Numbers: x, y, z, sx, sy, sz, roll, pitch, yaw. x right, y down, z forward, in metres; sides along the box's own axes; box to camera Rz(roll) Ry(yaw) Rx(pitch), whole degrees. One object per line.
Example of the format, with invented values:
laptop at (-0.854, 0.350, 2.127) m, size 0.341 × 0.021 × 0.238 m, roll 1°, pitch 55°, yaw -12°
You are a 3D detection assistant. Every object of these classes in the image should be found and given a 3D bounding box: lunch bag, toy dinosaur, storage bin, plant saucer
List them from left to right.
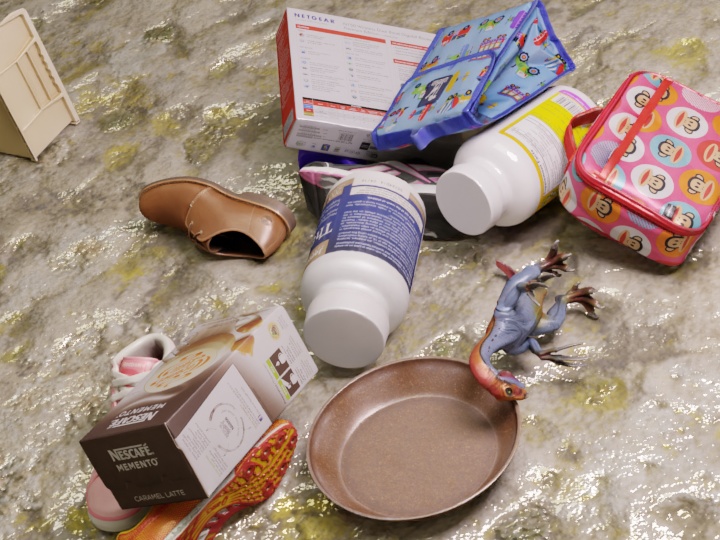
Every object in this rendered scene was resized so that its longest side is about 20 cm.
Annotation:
storage bin at (-0.498, -0.254, 1.902) m, size 0.200 × 0.199 × 0.094 m, roll 13°, pitch 51°, yaw 30°
plant saucer at (0.051, 0.160, 1.352) m, size 0.200 × 0.037 × 0.201 m, roll -10°, pitch 39°, yaw 8°
lunch bag at (0.110, -0.188, 1.584) m, size 0.150 × 0.094 × 0.200 m, roll -8°, pitch 32°, yaw 47°
toy dinosaur at (0.152, 0.059, 1.405) m, size 0.181 × 0.105 × 0.200 m, roll -35°, pitch 9°, yaw -29°
lunch bag at (0.294, -0.114, 1.513) m, size 0.176 × 0.082 × 0.200 m, roll 30°, pitch 52°, yaw 10°

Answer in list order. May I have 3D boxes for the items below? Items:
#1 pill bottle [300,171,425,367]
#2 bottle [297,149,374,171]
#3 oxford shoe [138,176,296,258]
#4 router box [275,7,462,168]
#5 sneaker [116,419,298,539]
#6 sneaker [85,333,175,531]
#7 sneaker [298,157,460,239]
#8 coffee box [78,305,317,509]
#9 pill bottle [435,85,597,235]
pill bottle at (0.000, 0.000, 1.499) m, size 0.111 × 0.111 × 0.200 m, roll -3°, pitch 41°, yaw 16°
bottle at (-0.005, -0.176, 1.745) m, size 0.083 × 0.065 × 0.200 m, roll 9°, pitch 45°, yaw 18°
oxford shoe at (-0.176, -0.056, 1.661) m, size 0.200 × 0.071 × 0.071 m, roll 11°, pitch 51°, yaw 27°
router box at (0.009, -0.208, 1.692) m, size 0.199 × 0.049 × 0.180 m, roll 8°, pitch 51°, yaw -17°
sneaker at (-0.139, 0.197, 1.343) m, size 0.200 × 0.073 × 0.077 m, roll -39°, pitch 48°, yaw -25°
sneaker at (-0.219, 0.144, 1.410) m, size 0.075 × 0.105 × 0.200 m, roll 3°, pitch 44°, yaw 19°
sneaker at (0.033, -0.088, 1.633) m, size 0.199 × 0.080 × 0.086 m, roll 13°, pitch 41°, yaw 14°
coffee box at (-0.143, 0.123, 1.344) m, size 0.114 × 0.080 × 0.200 m, roll -15°, pitch 21°, yaw 36°
pill bottle at (0.168, -0.113, 1.558) m, size 0.104 × 0.104 × 0.200 m, roll 21°, pitch 41°, yaw 36°
